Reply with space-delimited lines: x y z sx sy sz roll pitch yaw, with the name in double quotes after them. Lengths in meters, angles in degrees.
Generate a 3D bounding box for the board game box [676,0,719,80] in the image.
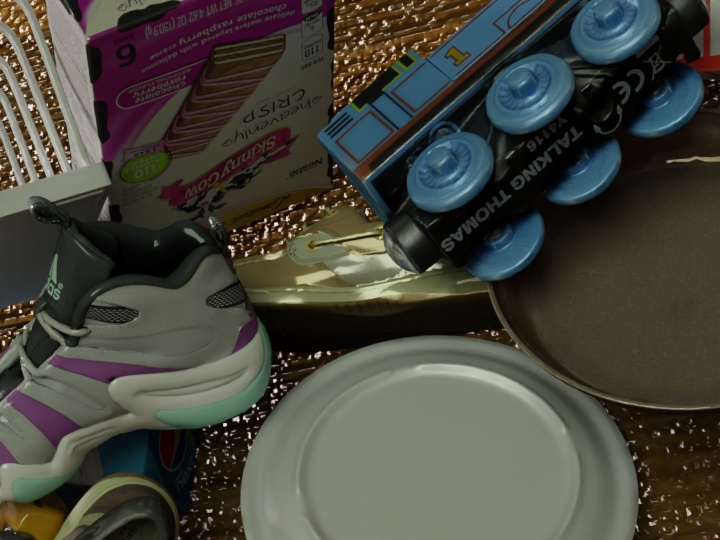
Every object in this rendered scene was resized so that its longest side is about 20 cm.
0.153 -0.199 1.062 0.151 0.046 0.201 -1 89 29 "board game box"

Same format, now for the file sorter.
-0.229 -0.051 1.073 0.138 0.200 0.125 -19 81 -18 "file sorter"

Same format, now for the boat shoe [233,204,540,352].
0.000 0.000 1.083 0.199 0.074 0.067 -4 67 9 "boat shoe"

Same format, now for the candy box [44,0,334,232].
-0.084 -0.097 1.051 0.136 0.200 0.061 -24 60 -16 "candy box"

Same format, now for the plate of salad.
0.040 0.115 1.018 0.199 0.048 0.201 -2 48 2 "plate of salad"

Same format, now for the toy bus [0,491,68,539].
-0.212 0.201 1.061 0.065 0.078 0.201 35 96 46 "toy bus"

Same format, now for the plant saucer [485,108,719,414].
0.162 -0.001 1.006 0.199 0.032 0.201 -5 46 6 "plant saucer"

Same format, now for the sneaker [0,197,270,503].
-0.151 0.029 0.992 0.199 0.140 0.078 -23 36 -13 "sneaker"

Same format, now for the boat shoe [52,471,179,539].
-0.154 0.193 0.997 0.072 0.066 0.201 31 88 -5 "boat shoe"

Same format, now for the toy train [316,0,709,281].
0.079 -0.083 1.002 0.200 0.087 0.114 -42 42 -2 "toy train"

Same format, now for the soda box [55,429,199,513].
-0.192 0.091 1.122 0.199 0.064 0.068 1 72 21 "soda box"
